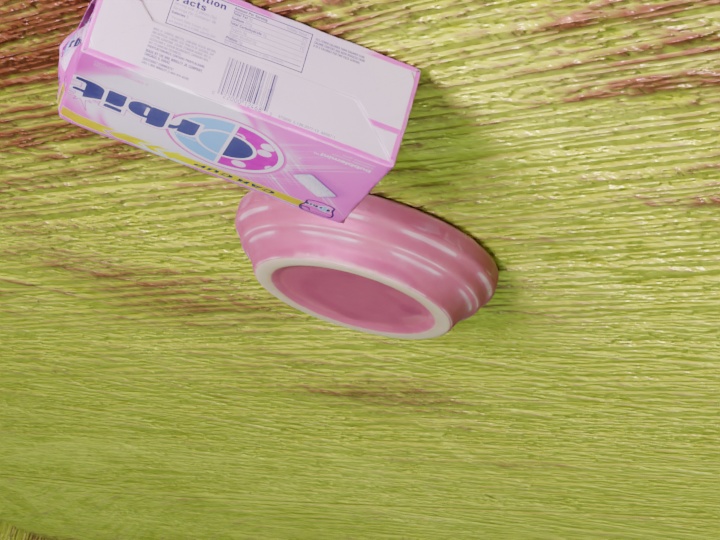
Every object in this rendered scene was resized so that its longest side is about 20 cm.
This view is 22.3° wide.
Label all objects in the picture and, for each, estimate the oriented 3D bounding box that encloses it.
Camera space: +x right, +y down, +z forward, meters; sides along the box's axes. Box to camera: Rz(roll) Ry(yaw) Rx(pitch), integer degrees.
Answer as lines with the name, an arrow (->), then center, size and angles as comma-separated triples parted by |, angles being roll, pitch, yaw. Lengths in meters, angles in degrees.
gum box -> -0.079, -0.105, 1.074 | 0.199, 0.066, 0.113 | 20, 160, -11
plant saucer -> 0.000, 0.000, 1.343 | 0.200, 0.051, 0.201 | 15, 161, 5
